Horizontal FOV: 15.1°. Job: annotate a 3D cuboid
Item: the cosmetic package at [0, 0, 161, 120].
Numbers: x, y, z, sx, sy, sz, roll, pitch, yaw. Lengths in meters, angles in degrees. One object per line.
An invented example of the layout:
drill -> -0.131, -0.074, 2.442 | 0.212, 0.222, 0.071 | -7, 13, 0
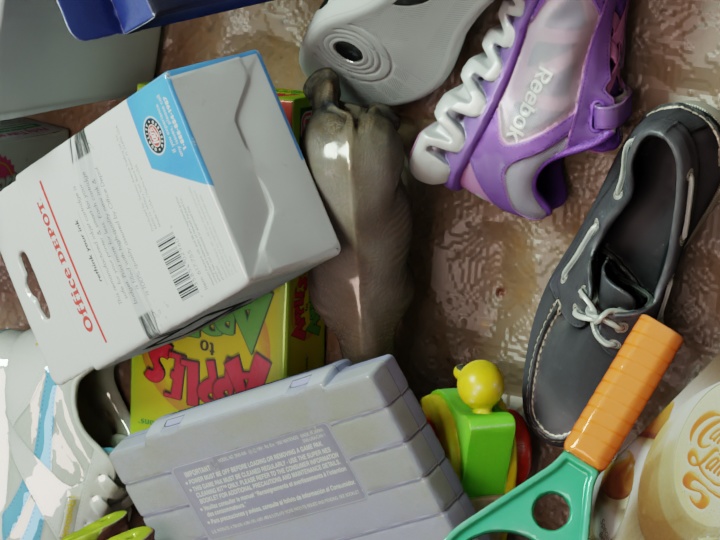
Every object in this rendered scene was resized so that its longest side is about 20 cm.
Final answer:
cosmetic package -> -0.206, -0.202, 1.473 | 0.164, 0.165, 0.201 | 17, 106, 26

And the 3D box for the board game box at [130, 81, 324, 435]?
board game box -> -0.072, -0.001, 1.501 | 0.101, 0.048, 0.202 | 7, 101, 26

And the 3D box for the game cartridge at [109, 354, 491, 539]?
game cartridge -> -0.033, 0.121, 1.440 | 0.199, 0.038, 0.130 | -18, 101, 39

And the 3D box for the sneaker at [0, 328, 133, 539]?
sneaker -> -0.165, 0.132, 1.557 | 0.080, 0.076, 0.202 | -4, 98, 26

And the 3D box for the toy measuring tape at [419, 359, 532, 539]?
toy measuring tape -> 0.050, 0.128, 1.458 | 0.073, 0.074, 0.201 | 23, 126, 23

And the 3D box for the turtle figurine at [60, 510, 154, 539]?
turtle figurine -> -0.111, 0.219, 1.487 | 0.064, 0.200, 0.162 | -18, 102, -3

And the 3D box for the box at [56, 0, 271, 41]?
box -> -0.089, -0.191, 1.393 | 0.032, 0.199, 0.122 | -23, 88, 45

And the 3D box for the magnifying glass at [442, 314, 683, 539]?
magnifying glass -> 0.099, 0.113, 1.344 | 0.079, 0.022, 0.201 | 31, 82, 8

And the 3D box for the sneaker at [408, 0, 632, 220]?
sneaker -> 0.108, -0.107, 1.378 | 0.088, 0.080, 0.201 | 36, 118, 12

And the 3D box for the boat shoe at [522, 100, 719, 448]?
boat shoe -> 0.126, 0.005, 1.388 | 0.072, 0.063, 0.201 | 32, 111, 20

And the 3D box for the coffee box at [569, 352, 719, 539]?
coffee box -> 0.204, 0.101, 1.325 | 0.200, 0.079, 0.115 | -49, 36, 25

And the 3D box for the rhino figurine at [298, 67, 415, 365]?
rhino figurine -> 0.000, 0.000, 1.432 | 0.059, 0.088, 0.201 | -5, 112, 0

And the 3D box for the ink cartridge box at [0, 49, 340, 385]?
ink cartridge box -> -0.109, -0.024, 1.432 | 0.200, 0.068, 0.117 | -27, 83, 50

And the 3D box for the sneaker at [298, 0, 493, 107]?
sneaker -> 0.042, -0.166, 1.408 | 0.073, 0.112, 0.200 | 31, 150, -13

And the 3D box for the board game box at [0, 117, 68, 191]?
board game box -> -0.290, -0.067, 1.550 | 0.199, 0.147, 0.065 | 14, 103, 26
